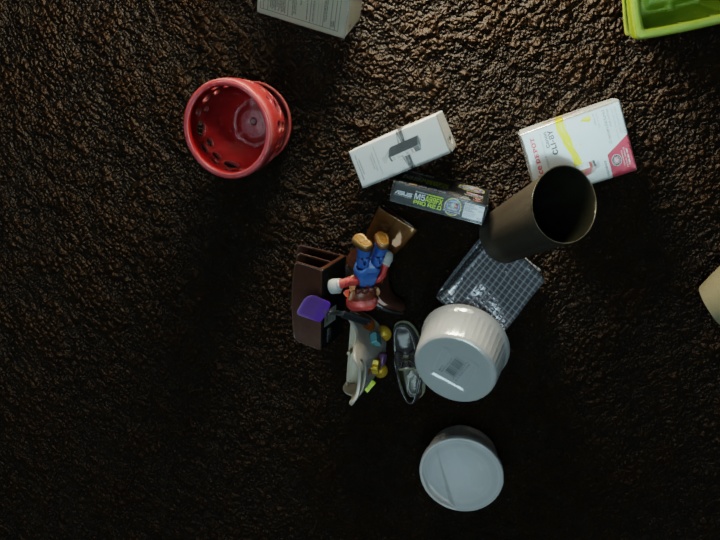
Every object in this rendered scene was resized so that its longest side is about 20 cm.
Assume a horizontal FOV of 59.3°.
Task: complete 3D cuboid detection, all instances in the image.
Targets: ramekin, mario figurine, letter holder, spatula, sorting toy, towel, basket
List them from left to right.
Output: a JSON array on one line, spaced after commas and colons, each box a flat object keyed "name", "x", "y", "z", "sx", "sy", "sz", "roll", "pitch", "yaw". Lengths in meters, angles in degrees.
[{"name": "letter holder", "x": -0.120, "y": 0.058, "z": 1.473, "sx": 0.140, "sy": 0.100, "sz": 0.203, "roll": 15, "pitch": 116, "yaw": 26}, {"name": "spatula", "x": -0.050, "y": 0.097, "z": 1.414, "sx": 0.198, "sy": 0.021, "sz": 0.057, "roll": 16, "pitch": 112, "yaw": -40}, {"name": "mario figurine", "x": 0.000, "y": 0.000, "z": 1.392, "sx": 0.122, "sy": 0.107, "sz": 0.202, "roll": 17, "pitch": 126, "yaw": 4}, {"name": "sorting toy", "x": 0.003, "y": 0.220, "z": 1.473, "sx": 0.105, "sy": 0.180, "sz": 0.203, "roll": 8, "pitch": 109, "yaw": 10}, {"name": "ramekin", "x": 0.211, "y": 0.182, "z": 1.346, "sx": 0.197, "sy": 0.098, "sz": 0.203, "roll": 13, "pitch": 126, "yaw": 18}, {"name": "ramekin", "x": 0.246, "y": 0.471, "z": 1.539, "sx": 0.199, "sy": 0.094, "sz": 0.206, "roll": 3, "pitch": 107, "yaw": 11}, {"name": "towel", "x": 0.285, "y": 0.034, "z": 1.376, "sx": 0.165, "sy": 0.086, "sz": 0.201, "roll": 39, "pitch": 92, "yaw": -1}, {"name": "basket", "x": 0.336, "y": -0.097, "z": 1.245, "sx": 0.137, "sy": 0.180, "sz": 0.200, "roll": 50, "pitch": 152, "yaw": -4}]

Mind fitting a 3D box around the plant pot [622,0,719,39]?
[{"name": "plant pot", "x": 0.563, "y": -0.526, "z": 1.121, "sx": 0.197, "sy": 0.182, "sz": 0.202, "roll": -7, "pitch": 104, "yaw": 15}]

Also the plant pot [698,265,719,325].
[{"name": "plant pot", "x": 0.789, "y": 0.025, "z": 1.250, "sx": 0.199, "sy": 0.187, "sz": 0.188, "roll": -35, "pitch": 97, "yaw": 34}]

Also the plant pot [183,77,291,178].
[{"name": "plant pot", "x": -0.256, "y": -0.312, "z": 1.371, "sx": 0.197, "sy": 0.183, "sz": 0.204, "roll": 3, "pitch": 107, "yaw": 11}]

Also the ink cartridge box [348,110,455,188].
[{"name": "ink cartridge box", "x": 0.092, "y": -0.256, "z": 1.329, "sx": 0.197, "sy": 0.144, "sz": 0.085, "roll": -19, "pitch": 102, "yaw": 17}]

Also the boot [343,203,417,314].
[{"name": "boot", "x": 0.071, "y": -0.022, "z": 1.451, "sx": 0.188, "sy": 0.068, "sz": 0.201, "roll": 40, "pitch": 112, "yaw": 11}]

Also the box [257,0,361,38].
[{"name": "box", "x": -0.098, "y": -0.575, "z": 1.277, "sx": 0.197, "sy": 0.110, "sz": 0.129, "roll": 19, "pitch": 133, "yaw": 6}]

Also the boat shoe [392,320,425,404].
[{"name": "boat shoe", "x": 0.115, "y": 0.222, "z": 1.509, "sx": 0.071, "sy": 0.065, "sz": 0.203, "roll": -4, "pitch": 105, "yaw": 15}]

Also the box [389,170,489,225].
[{"name": "box", "x": 0.170, "y": -0.158, "z": 1.333, "sx": 0.197, "sy": 0.160, "sz": 0.045, "roll": 16, "pitch": 111, "yaw": 8}]

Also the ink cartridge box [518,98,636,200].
[{"name": "ink cartridge box", "x": 0.436, "y": -0.244, "z": 1.286, "sx": 0.197, "sy": 0.083, "sz": 0.147, "roll": -17, "pitch": 102, "yaw": 17}]
